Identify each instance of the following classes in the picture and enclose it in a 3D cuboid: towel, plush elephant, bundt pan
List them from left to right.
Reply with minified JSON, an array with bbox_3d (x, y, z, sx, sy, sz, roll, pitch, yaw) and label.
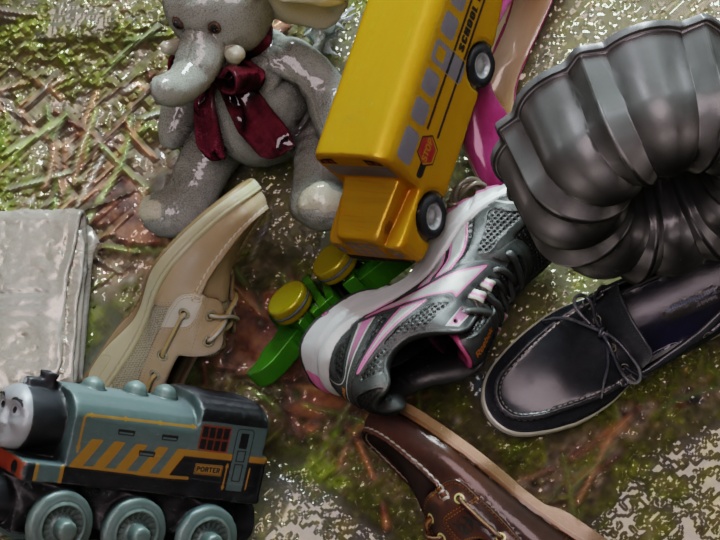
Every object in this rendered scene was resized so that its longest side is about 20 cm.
[{"bbox_3d":[-0.279,0.021,1.590,0.199,0.034,0.133,2,74,11],"label":"towel"},{"bbox_3d":[-0.083,-0.134,1.523,0.164,0.155,0.201,5,66,36],"label":"plush elephant"},{"bbox_3d":[0.183,-0.061,1.404,0.201,0.202,0.076,-18,57,4],"label":"bundt pan"}]

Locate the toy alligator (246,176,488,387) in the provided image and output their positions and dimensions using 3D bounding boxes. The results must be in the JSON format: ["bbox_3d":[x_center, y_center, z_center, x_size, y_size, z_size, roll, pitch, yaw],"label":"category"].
[{"bbox_3d":[0.000,0.000,1.535,0.200,0.059,0.054,-42,30,4],"label":"toy alligator"}]

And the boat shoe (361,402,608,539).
[{"bbox_3d":[0.076,0.157,1.472,0.200,0.070,0.070,35,79,16],"label":"boat shoe"}]

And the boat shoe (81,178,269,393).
[{"bbox_3d":[-0.107,0.025,1.509,0.065,0.072,0.200,41,120,8],"label":"boat shoe"}]

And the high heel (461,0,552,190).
[{"bbox_3d":[0.108,-0.145,1.553,0.095,0.067,0.201,-13,60,17],"label":"high heel"}]

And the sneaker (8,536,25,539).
[{"bbox_3d":[-0.177,0.253,1.482,0.074,0.085,0.200,-37,72,-1],"label":"sneaker"}]

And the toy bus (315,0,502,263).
[{"bbox_3d":[0.029,-0.109,1.482,0.065,0.078,0.201,6,70,38],"label":"toy bus"}]

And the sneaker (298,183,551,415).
[{"bbox_3d":[0.064,0.028,1.484,0.200,0.080,0.086,-40,40,-9],"label":"sneaker"}]

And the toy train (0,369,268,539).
[{"bbox_3d":[-0.148,0.124,1.467,0.085,0.199,0.115,18,96,56],"label":"toy train"}]

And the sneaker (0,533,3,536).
[{"bbox_3d":[-0.266,0.112,1.525,0.199,0.087,0.075,12,39,10],"label":"sneaker"}]

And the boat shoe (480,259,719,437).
[{"bbox_3d":[0.165,0.041,1.494,0.199,0.062,0.075,-27,74,3],"label":"boat shoe"}]
